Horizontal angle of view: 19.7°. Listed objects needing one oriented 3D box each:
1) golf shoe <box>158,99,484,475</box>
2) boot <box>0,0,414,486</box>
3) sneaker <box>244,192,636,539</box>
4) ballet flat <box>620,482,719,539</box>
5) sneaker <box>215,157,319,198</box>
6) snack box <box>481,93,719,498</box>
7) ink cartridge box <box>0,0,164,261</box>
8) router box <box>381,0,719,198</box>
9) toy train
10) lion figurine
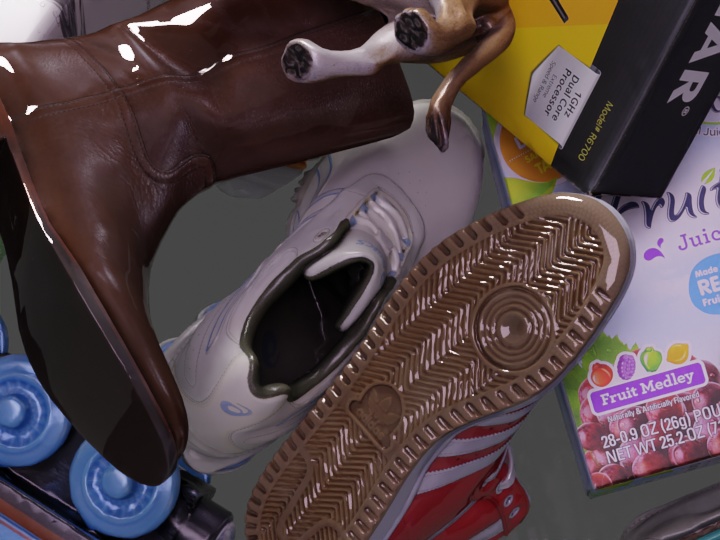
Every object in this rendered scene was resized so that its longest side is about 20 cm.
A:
[{"bbox_3d":[0.000,0.000,0.838,0.078,0.097,0.200,44,63,-10],"label":"golf shoe"},{"bbox_3d":[-0.044,-0.033,0.784,0.200,0.064,0.187,-21,75,-34],"label":"boot"},{"bbox_3d":[0.049,0.048,0.822,0.200,0.112,0.071,-47,65,22],"label":"sneaker"},{"bbox_3d":[0.194,0.089,0.833,0.200,0.064,0.068,-22,104,10],"label":"ballet flat"},{"bbox_3d":[-0.041,-0.130,0.906,0.077,0.078,0.201,7,83,33],"label":"sneaker"},{"bbox_3d":[0.166,-0.013,0.860,0.200,0.068,0.169,-15,79,1],"label":"snack box"},{"bbox_3d":[-0.184,-0.099,0.861,0.145,0.084,0.200,20,60,15],"label":"ink cartridge box"},{"bbox_3d":[0.097,-0.150,0.787,0.149,0.051,0.200,43,118,36],"label":"router box"},{"bbox_3d":[-0.152,0.087,0.866,0.200,0.087,0.114,32,92,9],"label":"toy train"},{"bbox_3d":[0.001,-0.124,0.786,0.200,0.122,0.073,51,127,18],"label":"lion figurine"}]
